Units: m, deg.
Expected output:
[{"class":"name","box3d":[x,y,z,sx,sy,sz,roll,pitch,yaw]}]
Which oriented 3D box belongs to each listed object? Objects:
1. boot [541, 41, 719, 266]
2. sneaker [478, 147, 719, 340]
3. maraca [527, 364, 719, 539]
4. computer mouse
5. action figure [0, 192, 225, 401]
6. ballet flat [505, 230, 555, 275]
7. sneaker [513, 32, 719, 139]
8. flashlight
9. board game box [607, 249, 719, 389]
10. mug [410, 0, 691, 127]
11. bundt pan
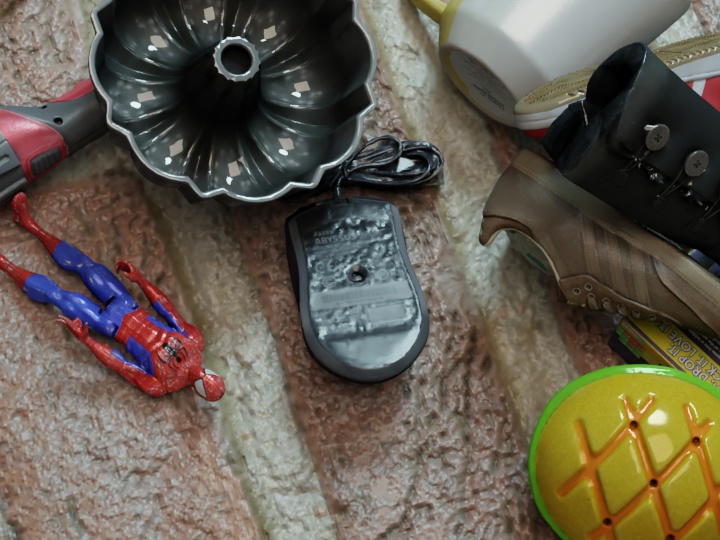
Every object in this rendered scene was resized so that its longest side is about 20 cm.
[{"class":"boot","box3d":[0.236,-0.092,1.018,0.199,0.066,0.165,29,97,-26]},{"class":"sneaker","box3d":[0.172,0.001,1.063,0.200,0.070,0.076,36,100,7]},{"class":"maraca","box3d":[0.209,0.136,1.031,0.199,0.107,0.138,14,97,5]},{"class":"computer mouse","box3d":[0.000,0.000,1.105,0.138,0.053,0.201,-3,56,-5]},{"class":"action figure","box3d":[-0.173,0.027,1.077,0.200,0.052,0.065,36,66,7]},{"class":"ballet flat","box3d":[0.182,-0.072,1.149,0.072,0.072,0.200,42,72,11]},{"class":"sneaker","box3d":[0.197,-0.089,1.074,0.199,0.071,0.113,-18,108,-25]},{"class":"flashlight","box3d":[-0.200,-0.122,1.127,0.200,0.068,0.068,-37,109,-21]},{"class":"board game box","box3d":[0.302,0.057,1.104,0.165,0.057,0.200,-42,77,-17]},{"class":"mug","box3d":[0.129,-0.189,1.163,0.153,0.186,0.149,-48,112,-11]},{"class":"bundt pan","box3d":[-0.092,-0.132,1.086,0.201,0.076,0.203,4,74,-15]}]
